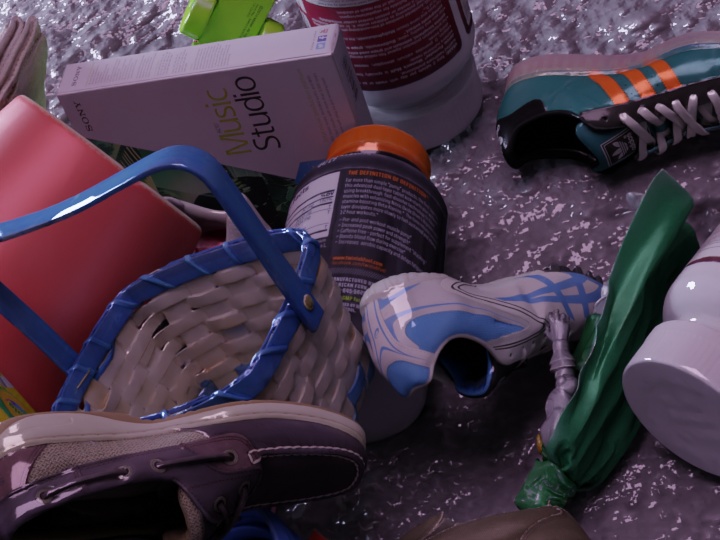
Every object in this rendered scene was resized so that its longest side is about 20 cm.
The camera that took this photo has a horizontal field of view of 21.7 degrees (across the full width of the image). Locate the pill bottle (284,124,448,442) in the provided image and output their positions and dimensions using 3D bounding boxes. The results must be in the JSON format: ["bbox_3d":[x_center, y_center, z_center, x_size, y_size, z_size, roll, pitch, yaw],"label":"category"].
[{"bbox_3d":[0.000,0.000,1.173,0.105,0.107,0.201,-6,45,17],"label":"pill bottle"}]

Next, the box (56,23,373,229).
[{"bbox_3d":[-0.089,-0.088,1.271,0.198,0.145,0.037,-6,43,19],"label":"box"}]

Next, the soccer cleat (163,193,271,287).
[{"bbox_3d":[-0.150,-0.014,1.266,0.198,0.087,0.070,-8,44,16],"label":"soccer cleat"}]

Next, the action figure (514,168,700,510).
[{"bbox_3d":[0.138,0.054,1.073,0.054,0.118,0.201,12,63,33],"label":"action figure"}]

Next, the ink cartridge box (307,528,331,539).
[{"bbox_3d":[0.021,0.220,0.922,0.199,0.050,0.110,29,92,26],"label":"ink cartridge box"}]

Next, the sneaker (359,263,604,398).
[{"bbox_3d":[0.078,0.037,1.086,0.072,0.199,0.073,-27,73,43],"label":"sneaker"}]

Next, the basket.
[{"bbox_3d":[-0.095,0.031,1.010,0.175,0.200,0.140,-20,30,35],"label":"basket"}]

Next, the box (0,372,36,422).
[{"bbox_3d":[-0.253,0.084,1.028,0.117,0.200,0.048,-40,10,7],"label":"box"}]

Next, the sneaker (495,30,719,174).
[{"bbox_3d":[0.184,-0.100,1.229,0.198,0.072,0.080,-5,49,25],"label":"sneaker"}]

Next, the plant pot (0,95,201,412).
[{"bbox_3d":[-0.203,0.005,1.150,0.200,0.200,0.178,34,86,43],"label":"plant pot"}]

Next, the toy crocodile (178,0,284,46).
[{"bbox_3d":[-0.104,-0.144,1.326,0.067,0.201,0.062,20,26,-13],"label":"toy crocodile"}]

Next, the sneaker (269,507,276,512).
[{"bbox_3d":[-0.146,0.150,1.095,0.199,0.096,0.079,-23,41,-2],"label":"sneaker"}]

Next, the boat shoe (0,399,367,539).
[{"bbox_3d":[-0.088,0.107,0.918,0.198,0.072,0.065,2,47,-23],"label":"boat shoe"}]

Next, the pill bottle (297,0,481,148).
[{"bbox_3d":[0.015,-0.183,1.270,0.109,0.201,0.110,-12,44,11],"label":"pill bottle"}]

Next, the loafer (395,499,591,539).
[{"bbox_3d":[0.038,0.177,1.014,0.198,0.076,0.070,-14,29,10],"label":"loafer"}]

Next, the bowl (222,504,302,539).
[{"bbox_3d":[-0.087,0.216,0.976,0.200,0.039,0.202,-35,41,37],"label":"bowl"}]

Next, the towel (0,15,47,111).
[{"bbox_3d":[-0.251,-0.068,1.291,0.034,0.201,0.133,16,50,2],"label":"towel"}]

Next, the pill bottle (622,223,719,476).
[{"bbox_3d":[0.239,0.014,1.054,0.109,0.110,0.200,21,58,37],"label":"pill bottle"}]
